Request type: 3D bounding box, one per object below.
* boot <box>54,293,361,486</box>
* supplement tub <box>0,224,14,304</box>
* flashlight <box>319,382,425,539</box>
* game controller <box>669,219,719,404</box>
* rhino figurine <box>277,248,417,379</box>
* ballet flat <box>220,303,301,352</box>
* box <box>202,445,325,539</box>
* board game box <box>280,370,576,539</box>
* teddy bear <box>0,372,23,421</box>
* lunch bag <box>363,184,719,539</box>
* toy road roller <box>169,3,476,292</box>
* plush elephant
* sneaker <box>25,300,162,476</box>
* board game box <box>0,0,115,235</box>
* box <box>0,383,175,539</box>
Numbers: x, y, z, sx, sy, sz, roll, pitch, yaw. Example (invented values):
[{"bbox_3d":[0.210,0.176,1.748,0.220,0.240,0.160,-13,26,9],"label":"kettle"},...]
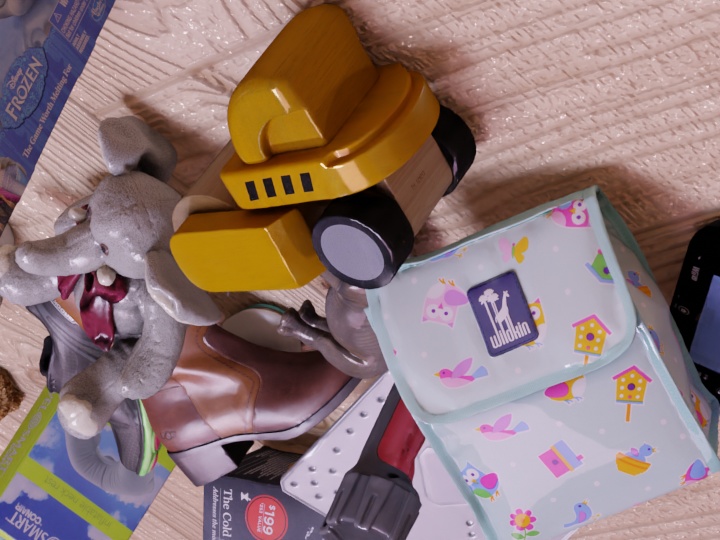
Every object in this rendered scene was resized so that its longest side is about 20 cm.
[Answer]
[{"bbox_3d":[-0.106,0.036,1.681,0.188,0.069,0.200,-28,102,26],"label":"boot"},{"bbox_3d":[-0.357,0.037,1.727,0.145,0.200,0.146,17,151,10],"label":"supplement tub"},{"bbox_3d":[0.044,0.099,1.546,0.068,0.200,0.068,25,152,1],"label":"flashlight"},{"bbox_3d":[0.248,0.037,1.465,0.104,0.042,0.200,18,150,9],"label":"game controller"},{"bbox_3d":[0.000,0.000,1.556,0.087,0.060,0.200,26,141,12],"label":"rhino figurine"},{"bbox_3d":[-0.101,0.090,1.776,0.069,0.070,0.200,29,150,-11],"label":"ballet flat"},{"bbox_3d":[-0.027,0.260,1.860,0.181,0.201,0.104,6,-169,26],"label":"box"},{"bbox_3d":[0.075,0.144,1.700,0.200,0.026,0.200,32,123,-17],"label":"board game box"},{"bbox_3d":[-0.398,0.110,2.018,0.199,0.067,0.145,17,153,11],"label":"teddy bear"},{"bbox_3d":[0.116,0.058,1.448,0.170,0.122,0.200,-23,113,17],"label":"lunch bag"},{"bbox_3d":[-0.040,-0.078,1.404,0.199,0.123,0.146,-6,126,40],"label":"toy road roller"},{"bbox_3d":[-0.164,-0.007,1.558,0.199,0.165,0.155,-23,151,2],"label":"plush elephant"},{"bbox_3d":[-0.203,0.075,1.785,0.083,0.077,0.201,-9,123,15],"label":"sneaker"},{"bbox_3d":[-0.255,-0.145,1.350,0.043,0.201,0.199,-10,138,42],"label":"board game box"},{"bbox_3d":[-0.226,0.164,1.845,0.122,0.200,0.048,40,163,-28],"label":"box"}]
